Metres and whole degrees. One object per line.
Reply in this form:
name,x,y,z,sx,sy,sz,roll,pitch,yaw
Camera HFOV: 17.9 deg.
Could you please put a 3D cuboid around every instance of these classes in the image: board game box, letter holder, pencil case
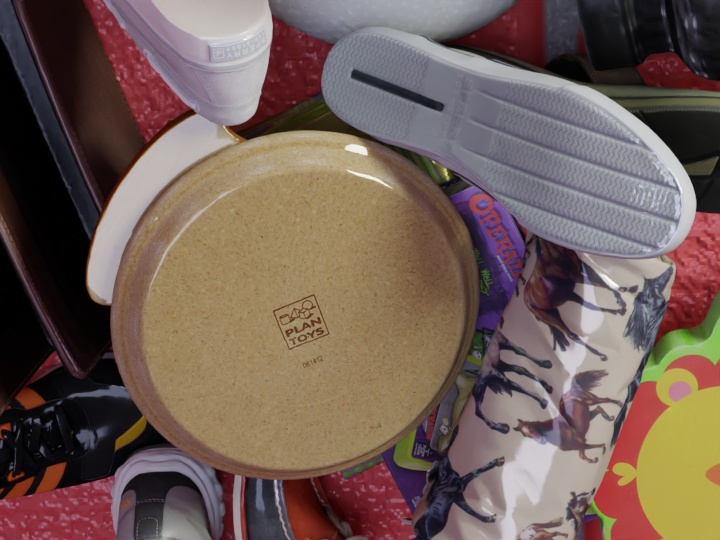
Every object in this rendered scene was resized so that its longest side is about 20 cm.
board game box,0.057,0.054,1.200,0.120,0.032,0.200,-20,109,17
letter holder,-0.176,-0.040,1.173,0.101,0.142,0.200,-19,103,16
pencil case,0.088,0.061,1.136,0.089,0.078,0.200,24,101,20

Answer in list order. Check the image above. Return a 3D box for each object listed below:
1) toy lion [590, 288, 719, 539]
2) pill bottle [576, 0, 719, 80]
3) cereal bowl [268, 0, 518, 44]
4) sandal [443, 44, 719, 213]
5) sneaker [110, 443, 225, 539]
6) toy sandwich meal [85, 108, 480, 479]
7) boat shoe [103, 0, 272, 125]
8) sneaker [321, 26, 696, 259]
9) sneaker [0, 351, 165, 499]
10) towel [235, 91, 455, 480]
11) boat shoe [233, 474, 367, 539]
toy lion,0.212,0.076,1.170,0.192,0.069,0.200,8,109,0
pill bottle,0.204,-0.151,1.085,0.200,0.112,0.112,-7,107,13
cereal bowl,0.007,-0.200,1.120,0.200,0.083,0.200,3,109,10
sandal,0.126,-0.074,1.151,0.201,0.057,0.080,12,132,22
sneaker,-0.101,0.196,1.264,0.074,0.079,0.200,-7,120,8
toy sandwich meal,-0.041,0.011,1.142,0.205,0.070,0.205,-5,112,-11
boat shoe,-0.098,-0.143,1.123,0.072,0.200,0.069,-22,136,-25
sneaker,0.078,-0.067,1.091,0.200,0.071,0.073,31,108,25
sneaker,-0.197,0.102,1.251,0.200,0.090,0.070,-13,105,14
towel,0.000,0.000,1.219,0.144,0.023,0.200,-27,102,16
boat shoe,-0.020,0.169,1.249,0.063,0.071,0.200,-1,115,26
